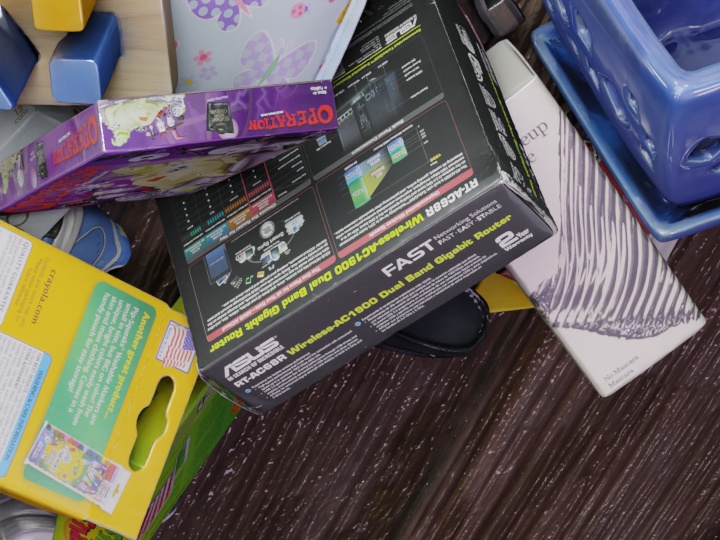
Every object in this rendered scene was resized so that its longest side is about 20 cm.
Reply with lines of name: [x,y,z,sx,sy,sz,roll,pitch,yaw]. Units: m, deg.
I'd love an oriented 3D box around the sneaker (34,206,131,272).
sneaker: [-0.207,0.036,1.330,0.077,0.076,0.200,16,128,-44]

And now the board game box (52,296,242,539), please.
board game box: [-0.110,0.079,1.364,0.200,0.047,0.102,-55,167,-48]

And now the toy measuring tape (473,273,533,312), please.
toy measuring tape: [0.067,-0.006,1.468,0.199,0.074,0.074,-6,136,-22]

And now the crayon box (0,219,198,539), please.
crayon box: [-0.186,0.048,1.208,0.199,0.051,0.126,28,76,-33]

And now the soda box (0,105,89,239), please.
soda box: [-0.226,-0.027,1.258,0.200,0.064,0.068,-45,139,17]

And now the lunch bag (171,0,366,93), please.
lunch bag: [-0.075,-0.180,1.140,0.169,0.127,0.201,6,124,-34]

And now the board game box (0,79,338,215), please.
board game box: [-0.104,-0.058,1.135,0.119,0.033,0.200,-3,174,-25]

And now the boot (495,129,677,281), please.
boot: [0.140,-0.077,1.410,0.144,0.072,0.201,28,84,-25]

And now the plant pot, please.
plant pot: [0.209,-0.141,1.311,0.199,0.201,0.180,-20,147,-13]

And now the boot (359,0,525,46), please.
boot: [-0.010,-0.130,1.279,0.174,0.069,0.200,-37,143,9]

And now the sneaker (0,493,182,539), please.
sneaker: [-0.212,0.163,1.487,0.199,0.075,0.087,-13,156,-17]

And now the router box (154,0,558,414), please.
router box: [-0.009,-0.039,1.228,0.199,0.150,0.062,-32,139,18]

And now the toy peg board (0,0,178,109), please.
toy peg board: [-0.195,-0.146,1.018,0.199,0.098,0.200,2,123,8]

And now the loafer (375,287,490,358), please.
loafer: [0.000,0.000,1.374,0.200,0.070,0.068,28,76,-26]

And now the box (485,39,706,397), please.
box: [0.112,-0.028,1.333,0.082,0.068,0.200,-37,118,4]
